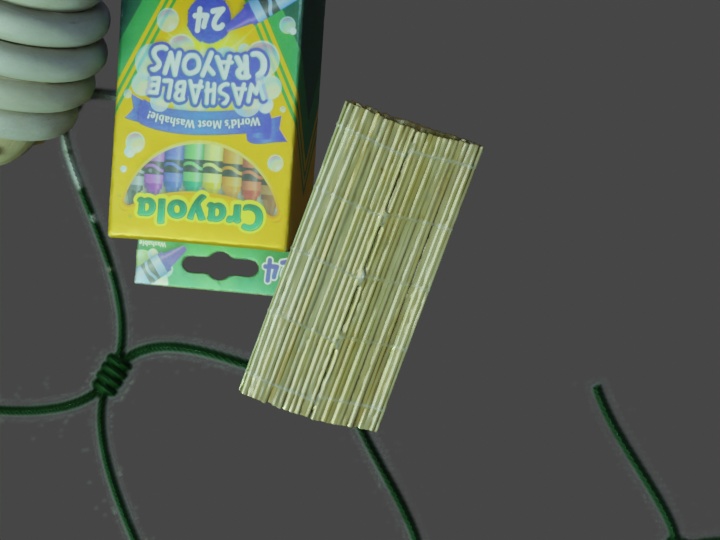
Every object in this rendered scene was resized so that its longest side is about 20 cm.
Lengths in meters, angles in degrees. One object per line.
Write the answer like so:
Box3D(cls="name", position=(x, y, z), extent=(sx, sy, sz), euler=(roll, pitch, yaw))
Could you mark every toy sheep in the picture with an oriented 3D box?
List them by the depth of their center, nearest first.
Box3D(cls="toy sheep", position=(-0.224, -0.159, 1.116), extent=(0.137, 0.138, 0.201), euler=(22, 117, 14))

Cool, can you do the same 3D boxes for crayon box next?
Box3D(cls="crayon box", position=(-0.093, -0.085, 1.120), extent=(0.125, 0.052, 0.202), euler=(5, 94, 16))

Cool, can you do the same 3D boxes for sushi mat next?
Box3D(cls="sushi mat", position=(0.000, 0.000, 1.097), extent=(0.095, 0.012, 0.201), euler=(18, 99, -16))
